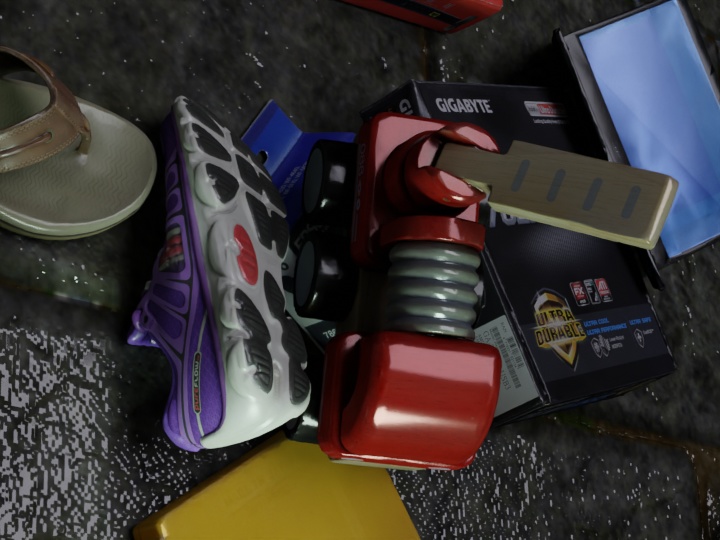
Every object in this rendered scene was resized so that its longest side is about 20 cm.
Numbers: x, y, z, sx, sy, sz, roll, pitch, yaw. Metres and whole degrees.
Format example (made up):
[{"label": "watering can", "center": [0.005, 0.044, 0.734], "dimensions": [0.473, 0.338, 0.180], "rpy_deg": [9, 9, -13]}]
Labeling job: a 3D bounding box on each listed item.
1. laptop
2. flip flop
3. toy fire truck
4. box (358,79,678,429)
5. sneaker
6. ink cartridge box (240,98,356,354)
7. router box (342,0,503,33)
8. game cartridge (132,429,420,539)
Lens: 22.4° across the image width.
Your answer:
[{"label": "laptop", "center": [0.207, -0.094, 1.220], "dimensions": [0.200, 0.103, 0.178], "rpy_deg": [-32, 99, -82]}, {"label": "flip flop", "center": [-0.177, -0.078, 0.859], "dimensions": [0.199, 0.057, 0.082], "rpy_deg": [30, 55, -35]}, {"label": "toy fire truck", "center": [0.052, 0.007, 0.887], "dimensions": [0.128, 0.200, 0.177], "rpy_deg": [8, 80, -16]}, {"label": "box", "center": [0.101, -0.015, 1.090], "dimensions": [0.200, 0.050, 0.200], "rpy_deg": [-4, 72, -58]}, {"label": "sneaker", "center": [-0.086, -0.002, 0.917], "dimensions": [0.081, 0.083, 0.201], "rpy_deg": [40, 33, -47]}, {"label": "ink cartridge box", "center": [0.000, 0.000, 1.026], "dimensions": [0.200, 0.039, 0.100], "rpy_deg": [49, 47, -20]}, {"label": "router box", "center": [0.001, -0.262, 1.120], "dimensions": [0.179, 0.049, 0.201], "rpy_deg": [9, 69, -44]}, {"label": "game cartridge", "center": [-0.022, 0.189, 0.938], "dimensions": [0.176, 0.032, 0.201], "rpy_deg": [-29, 93, -47]}]
